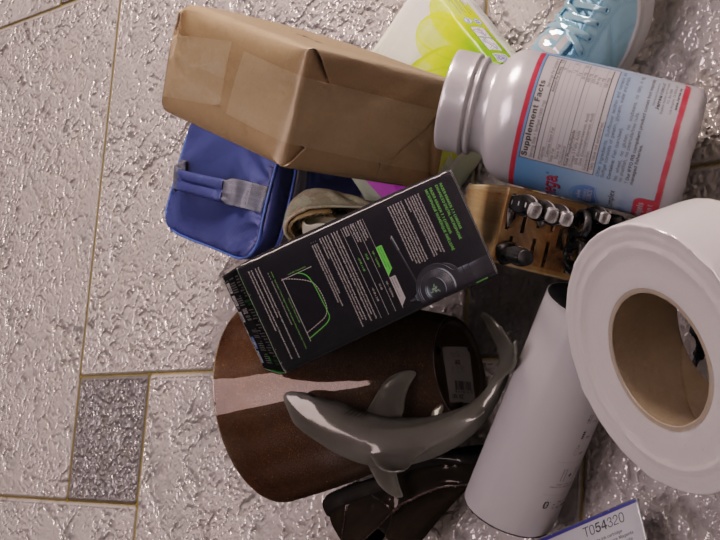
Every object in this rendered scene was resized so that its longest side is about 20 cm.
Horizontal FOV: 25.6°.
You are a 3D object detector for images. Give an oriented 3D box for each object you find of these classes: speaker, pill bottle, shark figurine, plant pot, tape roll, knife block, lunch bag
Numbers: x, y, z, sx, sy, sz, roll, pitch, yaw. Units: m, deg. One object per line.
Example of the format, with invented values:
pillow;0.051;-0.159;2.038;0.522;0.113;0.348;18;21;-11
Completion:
speaker;0.154;0.112;1.281;0.081;0.081;0.200;42;121;45
pill bottle;0.165;-0.113;1.256;0.200;0.109;0.109;15;92;11
shark figurine;0.051;0.130;1.299;0.214;0.090;0.128;-21;103;17
plant pot;0.003;0.104;1.424;0.200;0.187;0.187;-12;71;30
tape roll;0.236;0.053;1.121;0.202;0.071;0.203;36;135;47
knife block;0.126;-0.035;1.287;0.200;0.175;0.064;15;91;36
lunch bag;-0.111;-0.082;1.615;0.200;0.132;0.136;18;94;49

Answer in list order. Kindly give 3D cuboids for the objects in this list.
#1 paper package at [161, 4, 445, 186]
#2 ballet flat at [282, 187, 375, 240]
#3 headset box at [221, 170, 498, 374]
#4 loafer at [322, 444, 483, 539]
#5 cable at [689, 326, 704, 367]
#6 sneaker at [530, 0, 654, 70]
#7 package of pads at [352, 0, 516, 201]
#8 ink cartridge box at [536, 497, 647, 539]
paper package;-0.043;-0.155;1.408;0.200;0.190;0.104;27;106;48
ballet flat;0.025;-0.030;1.433;0.200;0.062;0.068;7;117;16
headset box;0.000;0.000;1.290;0.093;0.200;0.174;65;170;-2
loafer;0.051;0.208;1.413;0.200;0.073;0.071;-30;71;44
cable;0.302;0.052;1.119;0.163;0.051;0.200;54;142;37
sneaker;0.182;-0.189;1.311;0.074;0.082;0.200;35;125;39
package of pads;0.060;-0.156;1.489;0.200;0.068;0.155;-53;47;25
ink cartridge box;0.181;0.306;1.252;0.196;0.043;0.200;-33;55;41
